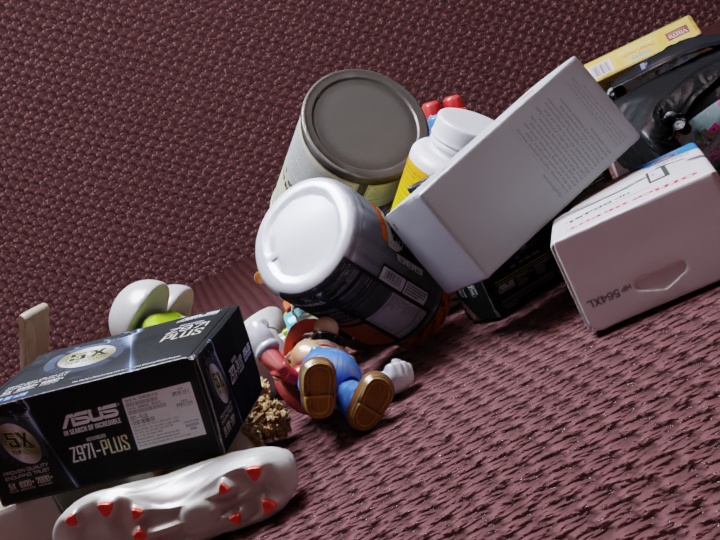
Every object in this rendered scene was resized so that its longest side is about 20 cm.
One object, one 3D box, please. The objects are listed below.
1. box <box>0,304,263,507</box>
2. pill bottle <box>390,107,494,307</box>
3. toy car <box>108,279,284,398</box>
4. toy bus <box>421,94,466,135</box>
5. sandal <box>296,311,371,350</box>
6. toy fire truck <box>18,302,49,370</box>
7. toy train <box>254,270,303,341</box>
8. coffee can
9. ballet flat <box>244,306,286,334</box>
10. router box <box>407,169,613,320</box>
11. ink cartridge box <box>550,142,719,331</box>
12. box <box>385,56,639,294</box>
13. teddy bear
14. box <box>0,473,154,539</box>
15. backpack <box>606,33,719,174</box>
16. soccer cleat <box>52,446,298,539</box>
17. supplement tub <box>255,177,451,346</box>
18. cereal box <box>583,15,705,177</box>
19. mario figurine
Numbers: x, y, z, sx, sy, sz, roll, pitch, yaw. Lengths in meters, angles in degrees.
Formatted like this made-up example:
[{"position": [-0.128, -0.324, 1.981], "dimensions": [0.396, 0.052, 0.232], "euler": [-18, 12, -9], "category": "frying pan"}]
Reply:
[{"position": [-0.199, 0.110, 1.154], "dimensions": [0.198, 0.087, 0.164], "euler": [-14, 11, 11], "category": "box"}, {"position": [0.090, -0.068, 1.465], "dimensions": [0.108, 0.201, 0.109], "euler": [14, 25, -7], "category": "pill bottle"}, {"position": [-0.182, 0.107, 1.442], "dimensions": [0.151, 0.174, 0.200], "euler": [-63, -12, 2], "category": "toy car"}, {"position": [0.147, -0.118, 1.633], "dimensions": [0.198, 0.194, 0.136], "euler": [-12, 4, -1], "category": "toy bus"}, {"position": [0.009, 0.057, 1.500], "dimensions": [0.079, 0.058, 0.200], "euler": [-7, -1, 35], "category": "sandal"}, {"position": [-0.368, 0.158, 1.497], "dimensions": [0.128, 0.201, 0.176], "euler": [-22, 8, 31], "category": "toy fire truck"}, {"position": [-0.090, 0.042, 1.569], "dimensions": [0.055, 0.151, 0.200], "euler": [-27, 11, 1], "category": "toy train"}, {"position": [-0.018, -0.114, 1.582], "dimensions": [0.146, 0.147, 0.200], "euler": [-30, -17, -28], "category": "coffee can"}, {"position": [-0.141, 0.112, 1.630], "dimensions": [0.069, 0.070, 0.200], "euler": [-18, 15, 49], "category": "ballet flat"}, {"position": [0.164, -0.060, 1.371], "dimensions": [0.199, 0.151, 0.062], "euler": [-29, 8, -25], "category": "router box"}, {"position": [0.243, -0.033, 1.155], "dimensions": [0.145, 0.085, 0.200], "euler": [-25, 6, 12], "category": "ink cartridge box"}, {"position": [0.136, -0.084, 1.247], "dimensions": [0.200, 0.098, 0.124], "euler": [-41, 3, -15], "category": "box"}, {"position": [-0.129, 0.157, 1.256], "dimensions": [0.145, 0.067, 0.200], "euler": [-36, 15, -10], "category": "teddy bear"}, {"position": [-0.260, 0.210, 1.225], "dimensions": [0.094, 0.078, 0.200], "euler": [-23, 8, 12], "category": "box"}, {"position": [0.381, -0.177, 1.514], "dimensions": [0.199, 0.127, 0.167], "euler": [-31, 31, -7], "category": "backpack"}, {"position": [-0.139, 0.185, 1.053], "dimensions": [0.198, 0.070, 0.078], "euler": [-18, 3, 10], "category": "soccer cleat"}, {"position": [0.000, 0.000, 1.329], "dimensions": [0.122, 0.124, 0.200], "euler": [-22, -31, 26], "category": "supplement tub"}, {"position": [0.352, -0.197, 1.632], "dimensions": [0.143, 0.200, 0.040], "euler": [-25, 51, 6], "category": "cereal box"}, {"position": [-0.030, 0.077, 1.222], "dimensions": [0.106, 0.124, 0.200], "euler": [-39, 13, -7], "category": "mario figurine"}]
